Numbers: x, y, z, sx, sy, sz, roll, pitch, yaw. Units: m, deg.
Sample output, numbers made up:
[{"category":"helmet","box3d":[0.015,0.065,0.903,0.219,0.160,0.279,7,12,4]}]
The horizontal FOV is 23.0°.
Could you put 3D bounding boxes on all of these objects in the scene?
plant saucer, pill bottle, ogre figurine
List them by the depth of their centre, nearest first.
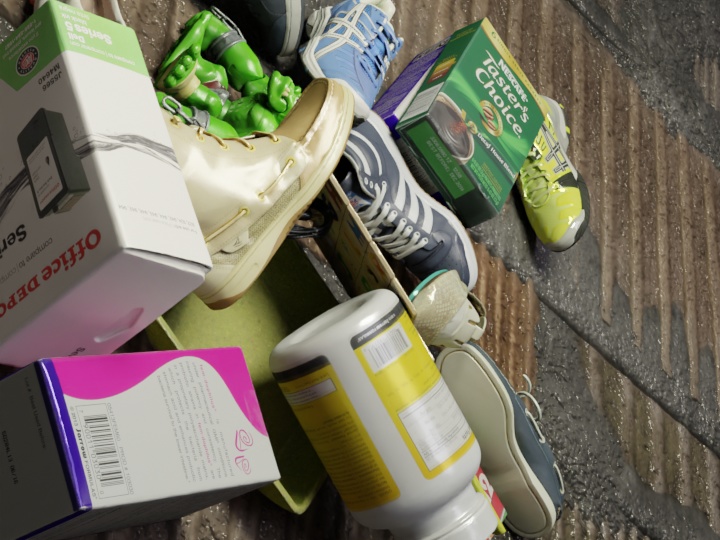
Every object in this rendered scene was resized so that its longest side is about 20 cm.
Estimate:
[{"category":"pill bottle","box3d":[0.022,0.124,1.342,0.200,0.112,0.112,61,33,-6]},{"category":"plant saucer","box3d":[-0.081,0.065,1.381,0.200,0.048,0.200,56,34,-14]},{"category":"ogre figurine","box3d":[-0.108,-0.136,1.437,0.120,0.098,0.200,39,7,-16]}]

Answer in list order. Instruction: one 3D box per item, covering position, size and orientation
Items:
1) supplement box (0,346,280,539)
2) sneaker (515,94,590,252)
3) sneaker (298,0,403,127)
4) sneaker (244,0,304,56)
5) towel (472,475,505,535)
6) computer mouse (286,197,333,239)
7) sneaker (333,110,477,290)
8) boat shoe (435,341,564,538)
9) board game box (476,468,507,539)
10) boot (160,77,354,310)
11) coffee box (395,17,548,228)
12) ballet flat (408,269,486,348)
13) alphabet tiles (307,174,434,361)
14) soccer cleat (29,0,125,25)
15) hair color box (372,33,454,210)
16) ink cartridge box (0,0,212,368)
[{"category":"supplement box","box3d":[-0.162,0.117,1.187,0.200,0.103,0.101,0,69,-53]},{"category":"sneaker","box3d":[0.182,-0.104,1.847,0.076,0.075,0.200,21,42,-38]},{"category":"sneaker","box3d":[-0.006,-0.198,1.583,0.076,0.077,0.200,52,18,-29]},{"category":"sneaker","box3d":[-0.123,-0.263,1.515,0.077,0.146,0.203,-110,-167,-44]},{"category":"towel","box3d":[0.054,0.123,1.428,0.200,0.018,0.086,62,-11,-6]},{"category":"computer mouse","box3d":[-0.116,-0.052,1.362,0.199,0.034,0.059,13,46,-19]},{"category":"sneaker","box3d":[0.022,-0.047,1.575,0.200,0.070,0.108,55,29,-3]},{"category":"boat shoe","box3d":[0.131,0.145,1.602,0.200,0.075,0.062,59,35,-12]},{"category":"board game box","box3d":[0.055,0.156,1.536,0.200,0.030,0.096,57,33,-8]},{"category":"boot","box3d":[-0.106,-0.093,1.296,0.155,0.073,0.200,39,75,-23]},{"category":"coffee box","box3d":[0.109,-0.143,1.669,0.123,0.044,0.200,54,35,-17]},{"category":"ballet flat","box3d":[0.078,0.035,1.497,0.062,0.068,0.200,37,9,6]},{"category":"alphabet tiles","box3d":[0.000,0.000,1.424,0.200,0.006,0.166,59,-12,10]},{"category":"soccer cleat","box3d":[-0.210,-0.147,1.310,0.069,0.077,0.201,25,50,-45]},{"category":"hair color box","box3d":[0.073,-0.139,1.714,0.109,0.065,0.200,55,36,-14]},{"category":"ink cartridge box","box3d":[-0.198,-0.052,1.173,0.084,0.145,0.200,16,46,-50]}]
